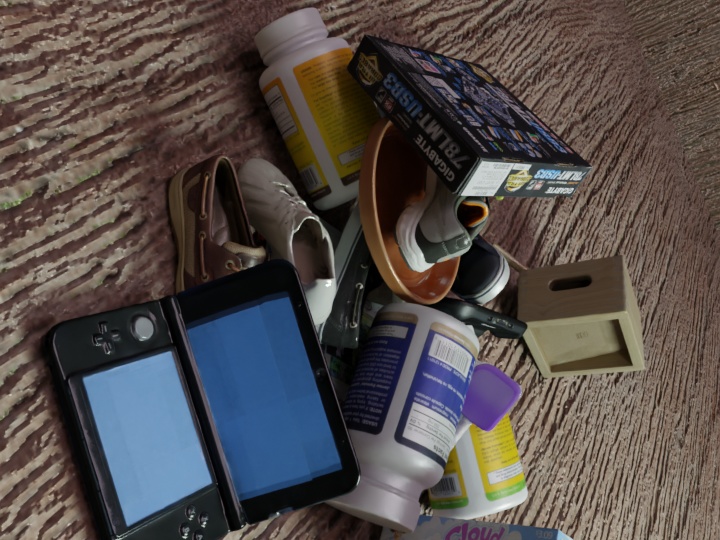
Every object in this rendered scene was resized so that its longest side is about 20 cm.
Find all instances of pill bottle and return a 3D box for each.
[{"bbox_3d":[-0.040,-0.176,0.807,0.109,0.109,0.202,-34,101,-54],"label":"pill bottle"},{"bbox_3d":[0.038,0.144,0.725,0.116,0.115,0.202,38,62,-35],"label":"pill bottle"},{"bbox_3d":[0.113,0.170,0.840,0.111,0.110,0.202,0,74,-52],"label":"pill bottle"}]

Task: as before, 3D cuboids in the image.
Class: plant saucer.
[{"bbox_3d":[0.053,-0.064,0.772,0.200,0.032,0.203,15,72,-56],"label":"plant saucer"}]

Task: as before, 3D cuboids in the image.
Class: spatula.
[{"bbox_3d":[0.089,0.186,0.772,0.056,0.201,0.021,38,-2,17],"label":"spatula"}]

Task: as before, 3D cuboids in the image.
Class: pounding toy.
[{"bbox_3d":[0.313,0.053,1.123,0.185,0.198,0.143,55,36,-42],"label":"pounding toy"}]

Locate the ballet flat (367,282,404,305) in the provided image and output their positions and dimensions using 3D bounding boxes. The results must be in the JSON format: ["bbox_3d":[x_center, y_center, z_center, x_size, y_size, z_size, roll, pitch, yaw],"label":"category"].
[{"bbox_3d":[0.041,-0.056,0.843,0.067,0.062,0.202,49,46,-56],"label":"ballet flat"}]

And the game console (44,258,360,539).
[{"bbox_3d":[-0.115,0.109,0.563,0.170,0.118,0.202,-14,85,-54],"label":"game console"}]

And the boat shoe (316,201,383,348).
[{"bbox_3d":[0.000,0.000,0.762,0.069,0.056,0.201,97,13,-51],"label":"boat shoe"}]

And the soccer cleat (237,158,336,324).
[{"bbox_3d":[-0.065,-0.041,0.693,0.069,0.078,0.201,-3,54,-30],"label":"soccer cleat"}]

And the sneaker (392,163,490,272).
[{"bbox_3d":[0.102,-0.074,0.751,0.074,0.079,0.201,59,38,-30],"label":"sneaker"}]

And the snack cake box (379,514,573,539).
[{"bbox_3d":[0.101,0.295,0.675,0.067,0.199,0.116,39,55,-34],"label":"snack cake box"}]

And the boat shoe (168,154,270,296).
[{"bbox_3d":[-0.118,-0.005,0.653,0.072,0.072,0.202,3,72,-51],"label":"boat shoe"}]

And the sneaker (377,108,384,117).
[{"bbox_3d":[0.039,-0.100,0.922,0.104,0.060,0.202,32,51,-33],"label":"sneaker"}]

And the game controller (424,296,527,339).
[{"bbox_3d":[0.131,0.055,0.918,0.199,0.103,0.043,19,72,-53],"label":"game controller"}]

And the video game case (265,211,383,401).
[{"bbox_3d":[-0.030,0.041,0.791,0.199,0.022,0.184,34,48,-40],"label":"video game case"}]

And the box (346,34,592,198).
[{"bbox_3d":[0.113,-0.155,0.754,0.197,0.050,0.201,-3,47,-45],"label":"box"}]

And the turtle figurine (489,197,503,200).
[{"bbox_3d":[0.138,-0.144,0.961,0.161,0.064,0.202,18,63,-48],"label":"turtle figurine"}]

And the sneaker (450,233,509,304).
[{"bbox_3d":[0.115,-0.028,0.925,0.079,0.079,0.200,39,8,-25],"label":"sneaker"}]
